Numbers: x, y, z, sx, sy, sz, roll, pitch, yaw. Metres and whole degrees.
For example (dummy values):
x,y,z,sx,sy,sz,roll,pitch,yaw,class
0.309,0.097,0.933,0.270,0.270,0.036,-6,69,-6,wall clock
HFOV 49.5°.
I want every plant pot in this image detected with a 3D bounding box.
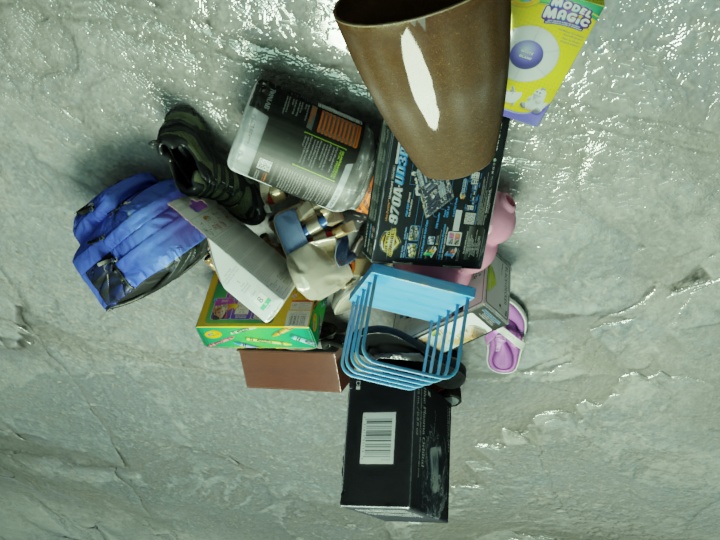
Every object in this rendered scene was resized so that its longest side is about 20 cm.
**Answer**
x,y,z,sx,sy,sz,roll,pitch,yaw,class
0.086,-0.208,0.842,0.183,0.188,0.203,-6,126,19,plant pot

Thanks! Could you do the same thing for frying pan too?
x,y,z,sx,sy,sz,roll,pitch,yaw,class
-0.063,0.113,1.318,0.187,0.114,0.032,5,106,32,frying pan

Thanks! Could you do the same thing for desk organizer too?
x,y,z,sx,sy,sz,roll,pitch,yaw,class
-0.113,0.162,1.386,0.196,0.072,0.079,-1,110,24,desk organizer

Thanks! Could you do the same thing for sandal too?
x,y,z,sx,sy,sz,roll,pitch,yaw,class
0.073,0.139,1.204,0.197,0.043,0.077,21,138,-8,sandal
0.242,0.118,1.312,0.081,0.050,0.204,-3,137,15,sandal

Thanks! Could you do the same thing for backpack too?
x,y,z,sx,sy,sz,roll,pitch,yaw,class
-0.319,-0.054,1.154,0.198,0.163,0.169,-23,107,38,backpack

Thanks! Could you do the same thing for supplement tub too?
x,y,z,sx,sy,sz,roll,pitch,yaw,class
-0.064,-0.154,1.015,0.197,0.124,0.123,22,139,-12,supplement tub

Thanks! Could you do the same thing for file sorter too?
x,y,z,sx,sy,sz,roll,pitch,yaw,class
0.054,0.085,1.058,0.136,0.125,0.200,14,166,-6,file sorter

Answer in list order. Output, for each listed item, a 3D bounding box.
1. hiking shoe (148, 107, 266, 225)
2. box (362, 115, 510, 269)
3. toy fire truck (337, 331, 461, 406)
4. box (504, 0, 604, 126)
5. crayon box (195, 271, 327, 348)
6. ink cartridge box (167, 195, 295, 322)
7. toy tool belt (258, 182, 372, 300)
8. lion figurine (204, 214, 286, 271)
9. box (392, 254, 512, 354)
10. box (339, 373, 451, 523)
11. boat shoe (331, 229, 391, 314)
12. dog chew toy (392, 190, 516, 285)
x,y,z,sx,sy,sz,roll,pitch,yaw,class
-0.214,-0.123,1.087,0.075,0.102,0.200,-25,120,36,hiking shoe
0.094,-0.106,0.983,0.156,0.046,0.204,3,107,-19,box
0.059,0.178,1.386,0.197,0.131,0.176,21,139,-27,toy fire truck
0.193,-0.267,0.890,0.115,0.049,0.202,15,137,-5,box
-0.159,0.063,1.285,0.196,0.120,0.059,-1,139,14,crayon box
-0.179,-0.025,1.095,0.199,0.161,0.050,38,103,-4,ink cartridge box
-0.056,-0.066,1.118,0.121,0.203,0.125,-22,178,5,toy tool belt
-0.150,-0.013,1.240,0.197,0.073,0.123,-11,133,32,lion figurine
0.140,0.059,1.220,0.060,0.118,0.199,38,134,-26,box
0.062,0.284,1.233,0.115,0.201,0.200,-5,156,22,box
0.000,0.000,1.239,0.066,0.058,0.201,-12,155,-32,boat shoe
0.137,-0.042,1.108,0.124,0.126,0.199,33,126,-25,dog chew toy
